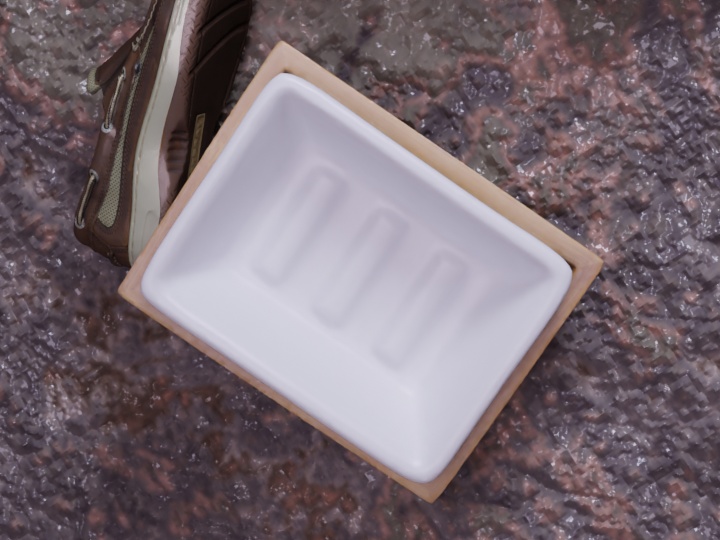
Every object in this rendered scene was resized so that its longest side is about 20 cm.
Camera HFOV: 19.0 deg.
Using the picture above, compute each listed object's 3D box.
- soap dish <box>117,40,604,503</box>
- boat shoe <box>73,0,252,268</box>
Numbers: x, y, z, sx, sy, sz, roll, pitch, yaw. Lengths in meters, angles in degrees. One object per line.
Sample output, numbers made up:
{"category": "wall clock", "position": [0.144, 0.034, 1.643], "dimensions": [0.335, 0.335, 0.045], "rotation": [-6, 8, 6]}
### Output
{"category": "soap dish", "position": [0.000, 0.000, 1.110], "dimensions": [0.199, 0.081, 0.158], "rotation": [34, 102, -3]}
{"category": "boat shoe", "position": [-0.114, -0.100, 1.151], "dimensions": [0.074, 0.075, 0.204], "rotation": [16, 98, 18]}
